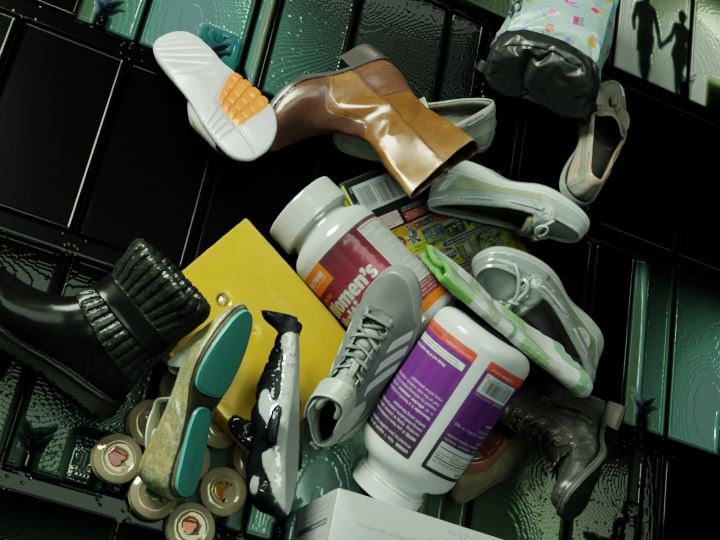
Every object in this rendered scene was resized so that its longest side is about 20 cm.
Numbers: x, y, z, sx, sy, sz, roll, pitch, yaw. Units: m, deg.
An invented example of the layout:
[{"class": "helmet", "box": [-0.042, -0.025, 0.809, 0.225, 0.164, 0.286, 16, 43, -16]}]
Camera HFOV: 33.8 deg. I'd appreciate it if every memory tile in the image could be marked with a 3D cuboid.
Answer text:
[{"class": "memory tile", "box": [-0.161, 0.174, 1.209, 0.153, 0.017, 0.200, 44, 58, -2]}]

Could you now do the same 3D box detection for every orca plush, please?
[{"class": "orca plush", "box": [-0.100, 0.140, 1.169, 0.070, 0.105, 0.203, -2, 81, 9]}]

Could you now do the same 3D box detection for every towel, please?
[{"class": "towel", "box": [0.153, 0.049, 1.252, 0.199, 0.149, 0.031, 39, 94, -12]}]

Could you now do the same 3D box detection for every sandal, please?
[{"class": "sandal", "box": [-0.162, -0.189, 1.336, 0.079, 0.059, 0.207, -27, 61, -21]}]

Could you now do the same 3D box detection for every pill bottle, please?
[{"class": "pill bottle", "box": [0.077, 0.145, 1.205, 0.112, 0.112, 0.201, 33, 95, -8]}, {"class": "pill bottle", "box": [0.000, 0.000, 1.293, 0.200, 0.110, 0.109, 45, 59, 8]}]

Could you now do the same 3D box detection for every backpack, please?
[{"class": "backpack", "box": [0.258, -0.304, 1.522, 0.165, 0.127, 0.201, 25, 53, 2]}]

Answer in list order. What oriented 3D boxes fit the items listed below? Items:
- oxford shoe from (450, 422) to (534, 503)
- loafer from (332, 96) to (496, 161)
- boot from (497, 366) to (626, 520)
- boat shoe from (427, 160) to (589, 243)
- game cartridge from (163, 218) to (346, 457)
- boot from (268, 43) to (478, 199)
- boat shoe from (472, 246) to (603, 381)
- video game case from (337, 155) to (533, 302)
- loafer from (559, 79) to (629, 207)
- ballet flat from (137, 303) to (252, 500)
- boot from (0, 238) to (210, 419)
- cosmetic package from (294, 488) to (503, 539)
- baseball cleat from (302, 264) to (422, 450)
[{"class": "oxford shoe", "box": [0.157, 0.189, 1.329, 0.070, 0.076, 0.199, 28, 37, 33]}, {"class": "loafer", "box": [0.065, -0.174, 1.404, 0.198, 0.070, 0.070, -7, 46, -15]}, {"class": "boot", "box": [0.178, 0.167, 1.254, 0.173, 0.070, 0.200, 23, 32, 15]}, {"class": "boat shoe", "box": [0.174, -0.070, 1.402, 0.200, 0.074, 0.065, 21, 67, -13]}, {"class": "game cartridge", "box": [-0.116, 0.072, 1.247, 0.200, 0.032, 0.176, 49, 58, -2]}, {"class": "boot", "box": [0.003, -0.144, 1.332, 0.187, 0.069, 0.200, -30, 61, -20]}, {"class": "boat shoe", "box": [0.205, 0.052, 1.364, 0.202, 0.074, 0.065, 45, 36, -21]}, {"class": "video game case", "box": [0.090, -0.052, 1.410, 0.199, 0.025, 0.182, -24, 80, -31]}, {"class": "loafer", "box": [0.316, -0.172, 1.537, 0.071, 0.063, 0.201, 30, 60, -11]}, {"class": "ballet flat", "box": [-0.168, 0.121, 1.161, 0.070, 0.071, 0.202, 21, 80, -15]}, {"class": "boot", "box": [-0.265, 0.024, 1.145, 0.211, 0.080, 0.158, 39, 99, -14]}, {"class": "cosmetic package", "box": [0.027, 0.346, 1.163, 0.197, 0.123, 0.202, 20, 64, -16]}, {"class": "baseball cleat", "box": [0.004, 0.093, 1.190, 0.069, 0.202, 0.106, 24, 14, 14]}]
